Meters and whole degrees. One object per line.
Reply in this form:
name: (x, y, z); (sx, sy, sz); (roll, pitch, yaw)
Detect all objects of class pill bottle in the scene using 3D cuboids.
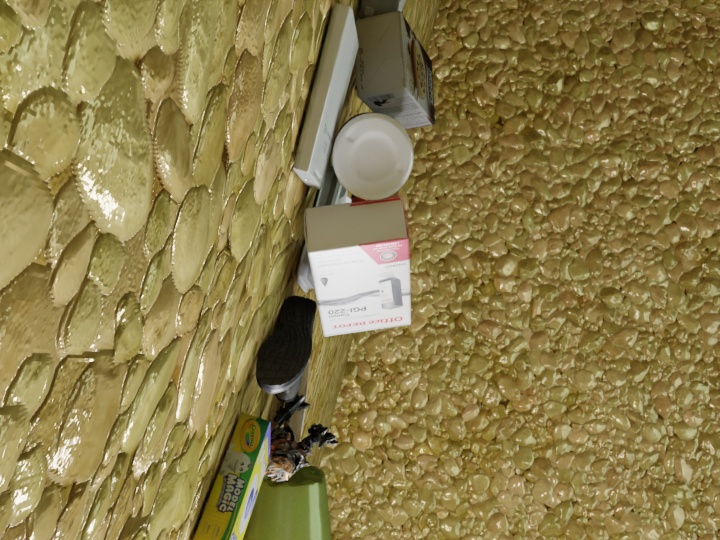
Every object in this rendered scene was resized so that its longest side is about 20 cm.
pill bottle: (0.015, -0.173, 0.994); (0.200, 0.111, 0.117); (-97, -160, -76)

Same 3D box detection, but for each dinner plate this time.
dinner plate: (-0.117, 0.234, 1.205); (0.200, 0.024, 0.206); (-172, -90, -79)

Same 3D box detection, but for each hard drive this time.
hard drive: (-0.042, -0.215, 0.866); (0.132, 0.026, 0.205); (32, 72, -86)

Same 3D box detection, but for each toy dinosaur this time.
toy dinosaur: (-0.122, 0.263, 1.034); (0.135, 0.198, 0.103); (-42, 119, -20)

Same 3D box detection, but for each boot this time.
boot: (-0.103, 0.142, 0.973); (0.201, 0.068, 0.134); (-67, 169, -58)

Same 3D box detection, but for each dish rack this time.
dish rack: (-0.055, -0.065, 1.120); (0.172, 0.042, 0.205); (76, 28, -80)

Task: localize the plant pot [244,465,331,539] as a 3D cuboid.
plant pot: (-0.123, 0.431, 1.124); (0.200, 0.195, 0.195); (-2, 94, -86)

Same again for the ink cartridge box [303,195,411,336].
ink cartridge box: (0.000, 0.000, 0.989); (0.202, 0.142, 0.086); (83, -1, -52)

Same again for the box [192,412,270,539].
box: (-0.164, 0.298, 0.853); (0.118, 0.047, 0.203); (100, 7, -53)

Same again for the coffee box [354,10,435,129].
coffee box: (0.057, -0.301, 1.050); (0.199, 0.078, 0.116); (8, 77, -72)

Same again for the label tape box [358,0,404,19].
label tape box: (0.052, -0.485, 0.976); (0.202, 0.062, 0.146); (100, 5, -50)

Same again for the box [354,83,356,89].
box: (0.039, -0.393, 1.233); (0.200, 0.045, 0.163); (-53, 157, -80)

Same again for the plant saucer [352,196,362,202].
plant saucer: (-0.011, -0.111, 1.612); (0.202, 0.036, 0.203); (98, 8, -52)
